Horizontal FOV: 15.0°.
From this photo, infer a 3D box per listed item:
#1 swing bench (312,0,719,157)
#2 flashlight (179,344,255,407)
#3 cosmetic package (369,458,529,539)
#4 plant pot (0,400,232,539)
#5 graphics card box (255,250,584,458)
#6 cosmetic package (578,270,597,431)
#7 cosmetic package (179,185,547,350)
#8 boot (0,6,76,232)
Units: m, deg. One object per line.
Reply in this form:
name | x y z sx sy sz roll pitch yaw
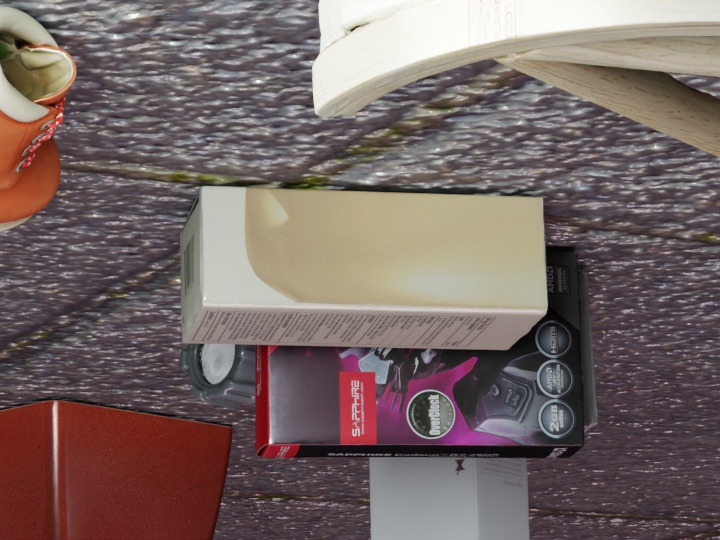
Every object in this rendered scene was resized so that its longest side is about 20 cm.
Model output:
swing bench | 0.093 -0.138 0.735 0.199 0.200 0.130 8 163 -36
flashlight | -0.029 0.070 1.870 0.199 0.068 0.068 13 158 -42
cosmetic package | 0.065 0.173 2.017 0.101 0.201 0.071 -12 163 36
plant pot | -0.238 0.216 2.223 0.199 0.177 0.199 -14 161 42
graphics card box | 0.036 0.051 1.673 0.199 0.126 0.051 2 165 -9
cosmetic package | 0.043 0.057 1.741 0.199 0.107 0.090 -1 167 -10
cosmetic package | 0.000 0.000 1.569 0.199 0.072 0.105 2 166 -12
boot | -0.170 -0.069 1.277 0.107 0.075 0.200 -10 163 16
